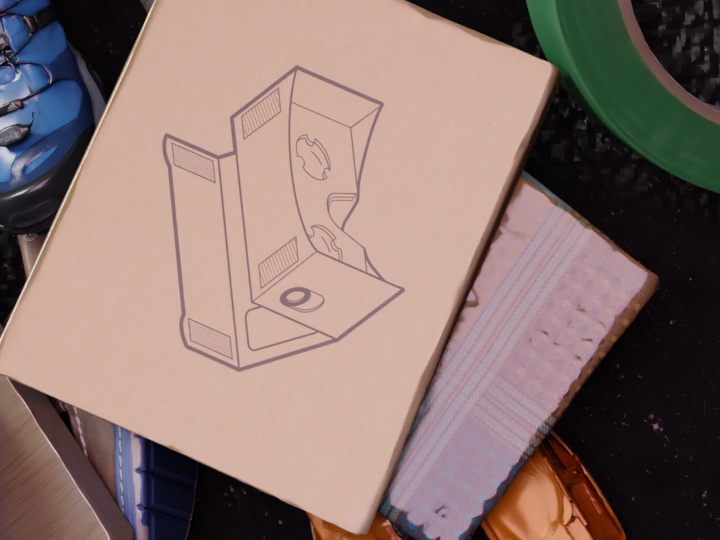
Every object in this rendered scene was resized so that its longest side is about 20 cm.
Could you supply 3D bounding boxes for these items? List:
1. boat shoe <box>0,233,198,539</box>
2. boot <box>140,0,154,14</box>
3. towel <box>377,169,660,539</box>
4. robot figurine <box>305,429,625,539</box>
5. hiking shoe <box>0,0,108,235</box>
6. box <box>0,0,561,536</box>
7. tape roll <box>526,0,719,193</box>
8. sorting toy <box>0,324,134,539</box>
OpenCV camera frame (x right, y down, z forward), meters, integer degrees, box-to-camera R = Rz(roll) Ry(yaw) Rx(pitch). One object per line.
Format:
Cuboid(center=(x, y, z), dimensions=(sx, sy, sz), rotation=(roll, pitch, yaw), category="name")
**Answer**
Cuboid(center=(-0.114, 0.035, 1.124), dimensions=(0.072, 0.072, 0.201), rotation=(-10, 71, 13), category="boat shoe")
Cuboid(center=(-0.004, -0.077, 1.116), dimensions=(0.181, 0.073, 0.201), rotation=(-22, 76, 10), category="boot")
Cuboid(center=(0.000, 0.000, 1.069), dimensions=(0.200, 0.022, 0.147), rotation=(37, 88, 8), category="towel")
Cuboid(center=(0.061, 0.141, 1.082), dimensions=(0.144, 0.058, 0.201), rotation=(-31, 78, 4), category="robot figurine")
Cuboid(center=(-0.160, -0.106, 1.109), dimensions=(0.074, 0.087, 0.201), rotation=(-24, 58, 12), category="hiking shoe")
Cuboid(center=(-0.032, -0.020, 1.052), dimensions=(0.163, 0.021, 0.201), rotation=(23, 85, 6), category="box")
Cuboid(center=(0.165, -0.130, 1.061), dimensions=(0.199, 0.048, 0.202), rotation=(-2, 102, -11), category="tape roll")
Cuboid(center=(-0.226, 0.089, 1.095), dimensions=(0.200, 0.070, 0.199), rotation=(-40, 77, 24), category="sorting toy")
